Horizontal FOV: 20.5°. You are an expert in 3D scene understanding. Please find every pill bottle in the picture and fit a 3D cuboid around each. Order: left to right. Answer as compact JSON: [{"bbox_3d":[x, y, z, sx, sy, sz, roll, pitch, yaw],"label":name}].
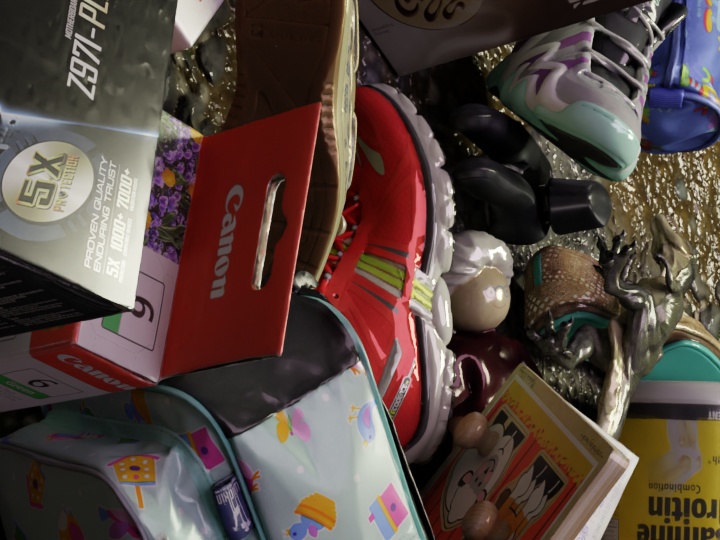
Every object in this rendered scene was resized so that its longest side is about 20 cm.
[{"bbox_3d":[0.192,0.167,1.162,0.111,0.111,0.202,7,82,-48],"label":"pill bottle"}]

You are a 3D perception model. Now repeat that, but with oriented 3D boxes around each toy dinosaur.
[{"bbox_3d":[0.140,0.036,1.107,0.088,0.047,0.201,49,58,-37],"label":"toy dinosaur"}]

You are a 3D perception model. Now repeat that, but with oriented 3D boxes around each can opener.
[{"bbox_3d":[0.082,-0.058,1.090,0.200,0.078,0.064,28,50,-68],"label":"can opener"}]

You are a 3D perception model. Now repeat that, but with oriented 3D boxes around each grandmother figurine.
[{"bbox_3d":[0.071,0.078,1.092,0.121,0.060,0.202,-6,88,-59],"label":"grandmother figurine"}]

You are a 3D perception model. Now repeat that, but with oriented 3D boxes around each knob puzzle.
[{"bbox_3d":[0.034,0.140,0.950,0.030,0.219,0.221,36,53,-14],"label":"knob puzzle"}]

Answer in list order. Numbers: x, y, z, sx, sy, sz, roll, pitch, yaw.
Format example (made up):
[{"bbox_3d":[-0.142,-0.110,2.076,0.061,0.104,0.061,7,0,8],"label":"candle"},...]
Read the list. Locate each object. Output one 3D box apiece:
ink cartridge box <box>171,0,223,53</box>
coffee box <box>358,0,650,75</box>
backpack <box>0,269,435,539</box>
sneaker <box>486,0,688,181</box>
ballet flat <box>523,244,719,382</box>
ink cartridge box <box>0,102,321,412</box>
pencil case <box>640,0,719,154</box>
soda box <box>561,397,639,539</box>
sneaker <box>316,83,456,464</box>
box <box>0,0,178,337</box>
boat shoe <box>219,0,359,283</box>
[{"bbox_3d":[-0.107,-0.176,0.934,0.116,0.066,0.201,52,47,-28],"label":"ink cartridge box"},{"bbox_3d":[0.080,-0.190,1.054,0.113,0.199,0.080,53,46,-27],"label":"coffee box"},{"bbox_3d":[-0.054,0.119,0.848,0.153,0.175,0.201,-39,113,-28],"label":"backpack"},{"bbox_3d":[0.138,-0.132,1.082,0.077,0.200,0.140,35,97,-16],"label":"sneaker"},{"bbox_3d":[0.167,0.032,1.212,0.199,0.070,0.066,29,40,-47],"label":"ballet flat"},{"bbox_3d":[-0.110,-0.009,0.788,0.050,0.199,0.110,29,60,-42],"label":"ink cartridge box"},{"bbox_3d":[0.203,-0.178,1.289,0.087,0.077,0.202,62,32,-64],"label":"pencil case"},{"bbox_3d":[0.062,0.163,1.007,0.063,0.068,0.201,37,68,-18],"label":"soda box"},{"bbox_3d":[0.000,0.000,1.013,0.084,0.077,0.202,0,78,-23],"label":"sneaker"},{"bbox_3d":[-0.169,-0.060,0.730,0.086,0.199,0.165,27,62,-44],"label":"box"},{"bbox_3d":[-0.031,-0.070,0.964,0.063,0.073,0.202,-36,140,-70],"label":"boat shoe"}]
